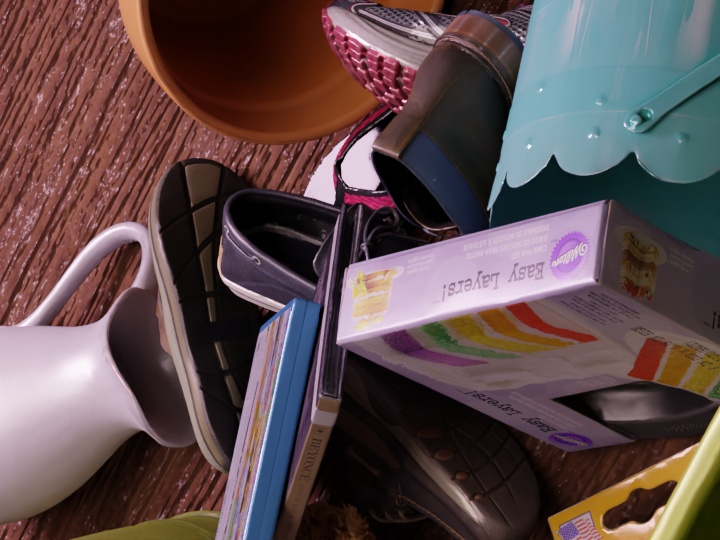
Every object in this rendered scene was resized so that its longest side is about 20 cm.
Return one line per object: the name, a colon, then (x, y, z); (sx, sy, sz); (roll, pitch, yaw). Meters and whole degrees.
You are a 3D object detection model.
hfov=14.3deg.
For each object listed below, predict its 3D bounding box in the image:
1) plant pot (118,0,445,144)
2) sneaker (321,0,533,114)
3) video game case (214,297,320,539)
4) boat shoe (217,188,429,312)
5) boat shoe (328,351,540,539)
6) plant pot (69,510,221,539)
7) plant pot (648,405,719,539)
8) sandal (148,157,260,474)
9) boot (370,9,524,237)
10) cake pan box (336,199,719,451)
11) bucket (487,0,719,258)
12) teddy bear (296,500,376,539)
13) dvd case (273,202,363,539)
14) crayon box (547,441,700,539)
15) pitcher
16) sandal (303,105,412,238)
plant pot: (-0.065, -0.189, 1.694); (0.140, 0.200, 0.201); (38, 111, 56)
sneaker: (0.070, -0.118, 1.610); (0.199, 0.081, 0.075); (18, 71, 24)
video game case: (-0.055, 0.095, 1.626); (0.200, 0.018, 0.144); (141, 141, -81)
boat shoe: (0.000, 0.000, 1.655); (0.199, 0.075, 0.062); (18, 139, 29)
boat shoe: (0.033, 0.108, 1.647); (0.200, 0.074, 0.074); (48, 126, 44)
plant pot: (-0.160, 0.243, 1.716); (0.200, 0.193, 0.201); (-5, 82, 41)
plant pot: (0.276, 0.134, 1.340); (0.200, 0.181, 0.199); (41, 112, 37)
sandal: (-0.098, 0.029, 1.765); (0.057, 0.080, 0.202); (-23, 70, 53)
boot: (0.060, -0.036, 1.543); (0.075, 0.200, 0.097); (19, 56, 38)
cake pan box: (0.119, 0.034, 1.486); (0.184, 0.200, 0.053); (-11, 62, 43)
bucket: (0.168, -0.075, 1.449); (0.207, 0.207, 0.135); (-3, 70, 42)
teddy bear: (-0.022, 0.233, 1.622); (0.067, 0.145, 0.200); (10, 52, 6)
dvd case: (-0.031, 0.083, 1.590); (0.149, 0.016, 0.200); (-83, 8, -46)
crayon box: (0.185, 0.201, 1.502); (0.126, 0.051, 0.201); (-31, 66, 36)
pitcher: (-0.203, 0.067, 1.840); (0.200, 0.121, 0.172); (-23, 49, 27)
sandal: (0.026, -0.069, 1.680); (0.200, 0.045, 0.075); (-33, 65, 35)
